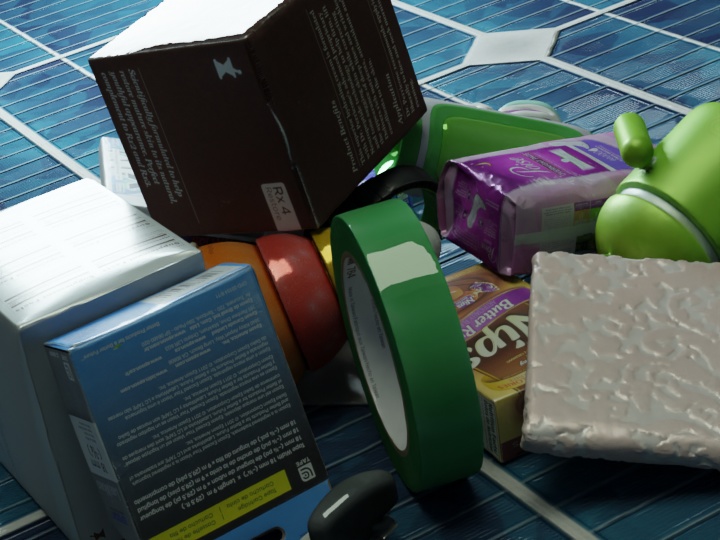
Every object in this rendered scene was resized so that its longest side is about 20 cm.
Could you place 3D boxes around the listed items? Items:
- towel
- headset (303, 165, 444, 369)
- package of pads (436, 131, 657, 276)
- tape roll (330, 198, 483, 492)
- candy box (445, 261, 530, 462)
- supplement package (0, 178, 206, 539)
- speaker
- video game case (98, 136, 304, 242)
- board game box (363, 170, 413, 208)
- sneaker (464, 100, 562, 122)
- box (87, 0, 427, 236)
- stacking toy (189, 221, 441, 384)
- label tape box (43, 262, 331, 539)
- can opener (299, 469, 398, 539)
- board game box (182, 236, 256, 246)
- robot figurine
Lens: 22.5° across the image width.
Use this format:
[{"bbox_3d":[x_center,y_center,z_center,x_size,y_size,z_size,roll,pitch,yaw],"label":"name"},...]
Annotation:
[{"bbox_3d":[0.213,0.064,1.273,0.198,0.032,0.192,4,42,3],"label":"towel"},{"bbox_3d":[0.000,0.000,1.495,0.199,0.124,0.094,-36,56,-16],"label":"headset"},{"bbox_3d":[0.174,-0.058,1.493,0.198,0.076,0.120,-10,25,-27],"label":"package of pads"},{"bbox_3d":[0.031,0.052,1.264,0.048,0.202,0.201,-16,26,-10],"label":"tape roll"},{"bbox_3d":[0.104,0.063,1.378,0.116,0.057,0.200,-20,29,-20],"label":"candy box"},{"bbox_3d":[-0.201,0.065,1.342,0.146,0.193,0.200,-24,29,-23],"label":"supplement package"},{"bbox_3d":[0.115,-0.097,1.585,0.198,0.089,0.089,9,20,-20],"label":"speaker"},{"bbox_3d":[-0.137,-0.070,1.588,0.180,0.022,0.200,7,18,-12],"label":"video game case"},{"bbox_3d":[-0.071,-0.070,1.726,0.151,0.045,0.199,-29,30,-32],"label":"board game box"},{"bbox_3d":[0.096,-0.105,1.692,0.198,0.078,0.140,-9,25,5],"label":"sneaker"},{"bbox_3d":[-0.077,-0.148,1.452,0.163,0.167,0.200,-2,30,34],"label":"box"},{"bbox_3d":[-0.029,0.015,1.392,0.198,0.147,0.146,-23,26,-1],"label":"stacking toy"},{"bbox_3d":[-0.110,0.115,1.224,0.143,0.202,0.063,-24,12,-26],"label":"label tape box"},{"bbox_3d":[-0.050,0.199,1.165,0.052,0.067,0.200,13,40,38],"label":"can opener"},{"bbox_3d":[-0.187,-0.032,1.579,0.198,0.033,0.120,6,3,-16],"label":"board game box"},{"bbox_3d":[0.264,-0.049,1.406,0.200,0.176,0.115,-45,19,-15],"label":"robot figurine"}]
